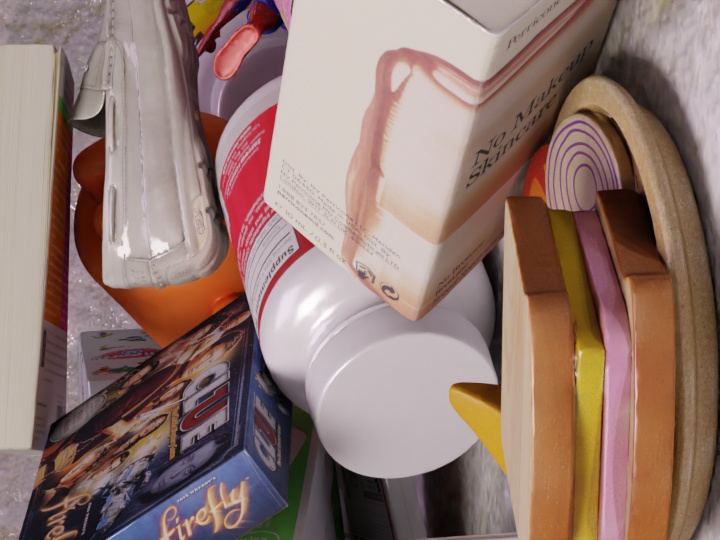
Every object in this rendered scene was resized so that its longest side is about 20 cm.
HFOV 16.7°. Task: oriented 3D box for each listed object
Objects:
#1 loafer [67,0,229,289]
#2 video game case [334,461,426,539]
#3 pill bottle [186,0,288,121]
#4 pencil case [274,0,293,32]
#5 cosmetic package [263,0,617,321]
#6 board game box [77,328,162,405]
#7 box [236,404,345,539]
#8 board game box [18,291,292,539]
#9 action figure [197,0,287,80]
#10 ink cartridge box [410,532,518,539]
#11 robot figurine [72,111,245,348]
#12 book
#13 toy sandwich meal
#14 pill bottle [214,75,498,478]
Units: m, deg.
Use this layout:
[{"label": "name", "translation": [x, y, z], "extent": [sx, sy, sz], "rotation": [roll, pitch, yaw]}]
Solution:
[{"label": "loafer", "translation": [-0.116, -0.089, 1.242], "extent": [0.070, 0.069, 0.202], "rotation": [59, -159, -72]}, {"label": "video game case", "translation": [0.019, 0.186, 1.283], "extent": [0.143, 0.017, 0.202], "rotation": [177, 80, -74]}, {"label": "pill bottle", "translation": [-0.061, -0.111, 1.490], "extent": [0.200, 0.108, 0.110], "rotation": [-132, 39, -74]}, {"label": "pencil case", "translation": [-0.002, -0.154, 1.210], "extent": [0.200, 0.082, 0.087], "rotation": [-110, 21, -60]}, {"label": "cosmetic package", "translation": [0.032, -0.082, 0.914], "extent": [0.087, 0.103, 0.200], "rotation": [39, 154, 15]}, {"label": "board game box", "translation": [-0.137, 0.121, 1.483], "extent": [0.200, 0.064, 0.149], "rotation": [-139, 47, -80]}, {"label": "box", "translation": [-0.059, 0.186, 1.222], "extent": [0.200, 0.096, 0.178], "rotation": [-79, -17, -70]}, {"label": "board game box", "translation": [-0.094, 0.089, 1.150], "extent": [0.035, 0.135, 0.200], "rotation": [53, -169, -17]}, {"label": "action figure", "translation": [-0.051, -0.117, 1.321], "extent": [0.099, 0.065, 0.200], "rotation": [-55, 8, 24]}, {"label": "ink cartridge box", "translation": [0.045, 0.222, 1.072], "extent": [0.200, 0.083, 0.147], "rotation": [102, 163, -59]}, {"label": "robot figurine", "translation": [-0.083, -0.012, 1.364], "extent": [0.117, 0.143, 0.200], "rotation": [-62, -34, -17]}, {"label": "book", "translation": [-0.171, -0.006, 1.274], "extent": [0.134, 0.048, 0.202], "rotation": [74, -164, -84]}, {"label": "toy sandwich meal", "translation": [0.072, 0.028, 0.878], "extent": [0.205, 0.070, 0.207], "rotation": [176, 90, -80]}, {"label": "pill bottle", "translation": [0.000, 0.000, 1.161], "extent": [0.201, 0.111, 0.113], "rotation": [-109, 18, -49]}]
